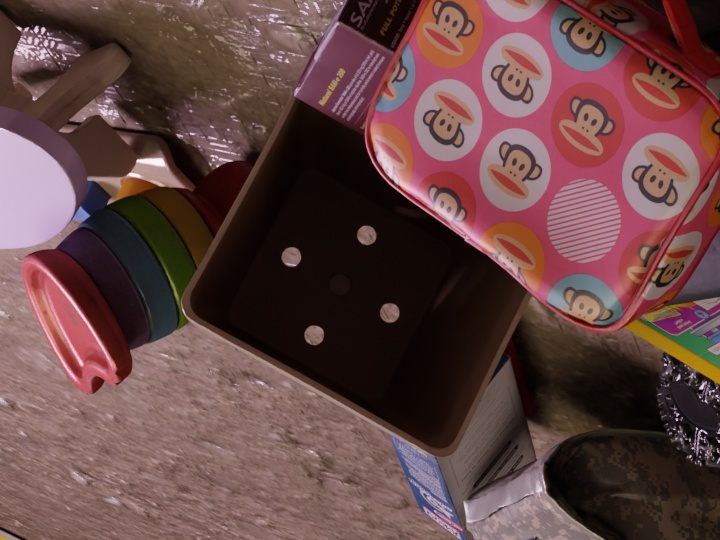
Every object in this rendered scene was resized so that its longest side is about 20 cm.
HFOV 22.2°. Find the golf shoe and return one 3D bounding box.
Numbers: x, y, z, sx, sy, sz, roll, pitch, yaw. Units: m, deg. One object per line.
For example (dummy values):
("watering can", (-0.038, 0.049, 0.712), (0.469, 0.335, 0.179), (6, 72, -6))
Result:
("golf shoe", (0.290, 0.107, 1.291), (0.094, 0.078, 0.200), (-4, -159, -30))

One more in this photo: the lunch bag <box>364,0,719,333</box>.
("lunch bag", (0.111, -0.086, 0.973), (0.200, 0.082, 0.177), (40, 121, 22))

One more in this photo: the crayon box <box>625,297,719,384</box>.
("crayon box", (0.232, -0.005, 1.149), (0.172, 0.059, 0.200), (29, 155, -8))

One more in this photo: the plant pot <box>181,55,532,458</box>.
("plant pot", (0.000, 0.000, 1.254), (0.199, 0.201, 0.177), (29, 167, -5))

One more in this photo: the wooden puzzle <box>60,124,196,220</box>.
("wooden puzzle", (-0.189, -0.042, 1.531), (0.184, 0.047, 0.200), (10, 151, 35))

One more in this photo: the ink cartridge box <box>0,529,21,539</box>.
("ink cartridge box", (-0.588, 0.461, 2.988), (0.199, 0.047, 0.198), (28, 158, 1))

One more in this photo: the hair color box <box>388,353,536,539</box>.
("hair color box", (0.083, 0.137, 1.489), (0.060, 0.100, 0.200), (33, 162, 27))

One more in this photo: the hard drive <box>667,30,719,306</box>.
("hard drive", (0.205, -0.059, 0.988), (0.199, 0.033, 0.141), (-12, 101, 47))

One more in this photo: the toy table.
("toy table", (-0.258, -0.104, 1.365), (0.199, 0.118, 0.184), (0, 138, 38))

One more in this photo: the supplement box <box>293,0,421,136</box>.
("supplement box", (0.068, -0.101, 1.121), (0.199, 0.061, 0.109), (29, 156, -7))

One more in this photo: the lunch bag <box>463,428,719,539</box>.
("lunch bag", (0.194, 0.188, 1.429), (0.198, 0.119, 0.164), (3, 162, -18))

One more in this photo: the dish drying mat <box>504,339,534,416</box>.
("dish drying mat", (0.093, 0.057, 1.474), (0.076, 0.018, 0.200), (19, 156, 24))

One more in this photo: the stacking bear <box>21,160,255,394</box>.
("stacking bear", (-0.140, -0.011, 1.362), (0.114, 0.199, 0.121), (59, 155, -4))
